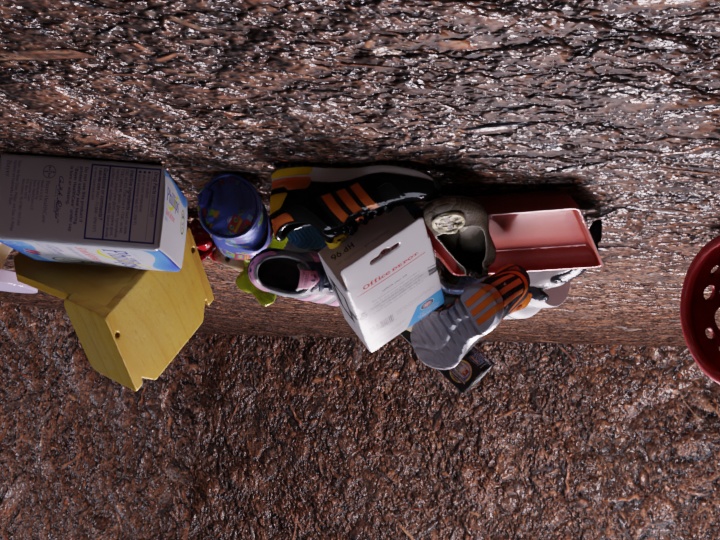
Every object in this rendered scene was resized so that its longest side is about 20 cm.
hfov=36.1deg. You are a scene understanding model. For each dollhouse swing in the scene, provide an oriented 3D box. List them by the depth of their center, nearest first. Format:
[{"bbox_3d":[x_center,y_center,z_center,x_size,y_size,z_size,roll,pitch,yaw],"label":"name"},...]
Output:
[{"bbox_3d":[-0.342,0.028,1.515,0.174,0.201,0.183,7,130,27],"label":"dollhouse swing"}]

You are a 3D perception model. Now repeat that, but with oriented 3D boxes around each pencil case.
[{"bbox_3d":[-0.157,-0.064,1.383,0.086,0.079,0.200,15,173,1],"label":"pencil case"}]

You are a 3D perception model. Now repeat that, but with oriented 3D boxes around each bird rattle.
[{"bbox_3d":[-0.168,-0.018,1.617,0.198,0.114,0.162,8,-172,35],"label":"bird rattle"}]

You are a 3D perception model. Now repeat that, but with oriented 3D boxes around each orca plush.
[{"bbox_3d":[0.265,-0.027,1.494,0.071,0.106,0.200,-23,171,-35],"label":"orca plush"}]

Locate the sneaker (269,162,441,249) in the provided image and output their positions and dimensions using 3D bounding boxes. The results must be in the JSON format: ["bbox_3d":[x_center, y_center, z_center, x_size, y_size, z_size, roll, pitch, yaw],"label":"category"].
[{"bbox_3d":[-0.007,-0.068,1.223,0.198,0.091,0.070,2,172,17],"label":"sneaker"}]

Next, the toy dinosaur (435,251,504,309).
[{"bbox_3d":[0.165,0.011,1.535,0.200,0.106,0.181,41,159,-24],"label":"toy dinosaur"}]

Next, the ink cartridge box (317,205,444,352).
[{"bbox_3d":[0.024,-0.001,1.285,0.115,0.068,0.201,-33,150,-9],"label":"ink cartridge box"}]

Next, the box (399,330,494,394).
[{"bbox_3d":[0.117,0.102,1.615,0.160,0.044,0.200,44,-173,10],"label":"box"}]

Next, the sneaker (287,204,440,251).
[{"bbox_3d":[0.007,-0.057,1.406,0.197,0.078,0.081,6,-173,2],"label":"sneaker"}]

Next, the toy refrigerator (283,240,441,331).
[{"bbox_3d":[0.000,0.000,1.473,0.198,0.076,0.070,25,157,7],"label":"toy refrigerator"}]

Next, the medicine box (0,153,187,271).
[{"bbox_3d":[-0.325,-0.067,1.359,0.197,0.104,0.182,5,172,0],"label":"medicine box"}]

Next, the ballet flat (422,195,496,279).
[{"bbox_3d":[0.118,-0.034,1.257,0.067,0.047,0.200,-6,160,15],"label":"ballet flat"}]

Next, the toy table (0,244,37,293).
[{"bbox_3d":[-0.569,-0.039,1.649,0.182,0.119,0.199,0,171,31],"label":"toy table"}]

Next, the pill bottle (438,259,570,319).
[{"bbox_3d":[0.210,0.016,1.648,0.111,0.113,0.199,11,170,-41],"label":"pill bottle"}]

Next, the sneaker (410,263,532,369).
[{"bbox_3d":[0.150,0.058,1.403,0.111,0.078,0.200,-26,174,-38],"label":"sneaker"}]

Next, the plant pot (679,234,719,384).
[{"bbox_3d":[0.543,0.049,1.416,0.180,0.203,0.200,-1,175,-28],"label":"plant pot"}]

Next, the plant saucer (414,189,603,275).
[{"bbox_3d":[0.183,-0.047,1.343,0.198,0.037,0.200,-3,160,20],"label":"plant saucer"}]

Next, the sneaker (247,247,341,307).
[{"bbox_3d":[-0.046,0.014,1.389,0.197,0.071,0.082,4,-174,4],"label":"sneaker"}]
